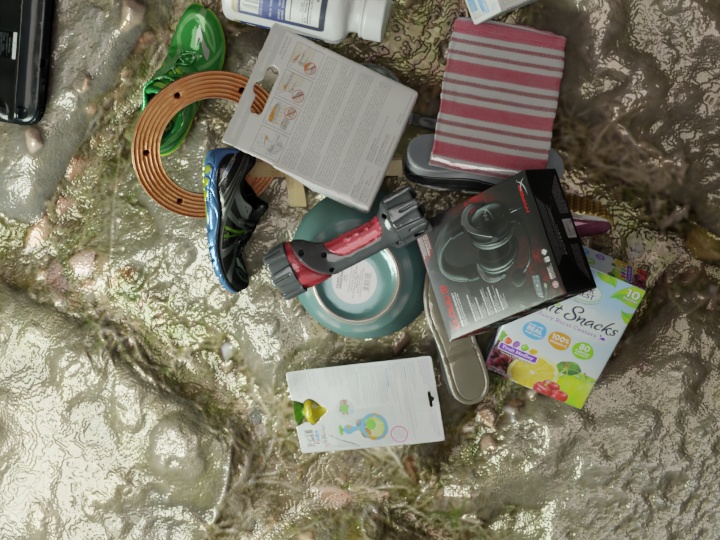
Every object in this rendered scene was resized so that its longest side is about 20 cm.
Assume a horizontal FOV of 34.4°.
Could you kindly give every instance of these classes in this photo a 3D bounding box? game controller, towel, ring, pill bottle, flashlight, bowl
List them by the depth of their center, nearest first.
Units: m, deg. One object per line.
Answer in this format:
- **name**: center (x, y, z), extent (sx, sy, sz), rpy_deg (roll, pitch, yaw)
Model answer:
- **flashlight**: center (-0.017, -0.037, 1.391), extent (0.198, 0.068, 0.069), rpy_deg (-29, 67, 9)
- **pill bottle**: center (-0.061, -0.342, 1.421), extent (0.197, 0.111, 0.113), rpy_deg (14, 102, 3)
- **towel**: center (0.169, -0.208, 1.427), extent (0.144, 0.030, 0.203), rpy_deg (10, 77, 3)
- **ring**: center (-0.192, -0.159, 1.472), extent (0.198, 0.019, 0.203), rpy_deg (-11, 123, -18)
- **bowl**: center (0.000, 0.000, 1.481), extent (0.197, 0.105, 0.204), rpy_deg (1, 100, 5)
- **game controller**: center (-0.453, -0.293, 1.513), extent (0.103, 0.042, 0.203), rpy_deg (12, 101, 18)

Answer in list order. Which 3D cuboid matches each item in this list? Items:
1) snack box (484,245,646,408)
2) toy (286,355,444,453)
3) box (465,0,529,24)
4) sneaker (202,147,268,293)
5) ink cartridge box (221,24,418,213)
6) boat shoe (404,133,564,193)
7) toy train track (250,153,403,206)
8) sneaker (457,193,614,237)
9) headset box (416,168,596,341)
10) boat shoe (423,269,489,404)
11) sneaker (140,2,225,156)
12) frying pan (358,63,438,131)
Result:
- **snack box**: center (0.253, 0.064, 1.458), extent (0.140, 0.053, 0.202), rpy_deg (21, 124, 1)
- **toy**: center (0.008, 0.173, 1.542), extent (0.197, 0.047, 0.117), rpy_deg (-8, 103, 11)
- **box**: center (0.158, -0.410, 1.375), extent (0.100, 0.112, 0.202), rpy_deg (-23, 97, -9)
- **sneaker**: center (-0.157, -0.060, 1.487), extent (0.081, 0.071, 0.202), rpy_deg (-4, 118, -8)
- **ink cartridge box**: center (-0.048, -0.184, 1.424), extent (0.198, 0.050, 0.163), rpy_deg (24, 85, -2)
- **boat shoe**: center (0.152, -0.124, 1.452), extent (0.196, 0.068, 0.075), rpy_deg (-1, 66, -4)
- **toy train track**: center (-0.043, -0.138, 1.485), extent (0.197, 0.033, 0.116), rpy_deg (1, 128, 8)
- **sneaker**: center (0.219, -0.046, 1.473), extent (0.197, 0.075, 0.091), rpy_deg (4, 110, 11)
- **headset box**: center (0.161, -0.014, 1.383), extent (0.199, 0.077, 0.151), rpy_deg (-25, 78, 39)
- **boat shoe**: center (0.117, 0.069, 1.490), extent (0.072, 0.063, 0.203), rpy_deg (-12, 93, -8)
- **sneaker**: center (-0.227, -0.237, 1.471), extent (0.073, 0.084, 0.202), rpy_deg (22, 101, 2)
- **frying pan**: center (0.043, -0.211, 1.474), extent (0.187, 0.031, 0.117), rpy_deg (-11, 102, 6)
